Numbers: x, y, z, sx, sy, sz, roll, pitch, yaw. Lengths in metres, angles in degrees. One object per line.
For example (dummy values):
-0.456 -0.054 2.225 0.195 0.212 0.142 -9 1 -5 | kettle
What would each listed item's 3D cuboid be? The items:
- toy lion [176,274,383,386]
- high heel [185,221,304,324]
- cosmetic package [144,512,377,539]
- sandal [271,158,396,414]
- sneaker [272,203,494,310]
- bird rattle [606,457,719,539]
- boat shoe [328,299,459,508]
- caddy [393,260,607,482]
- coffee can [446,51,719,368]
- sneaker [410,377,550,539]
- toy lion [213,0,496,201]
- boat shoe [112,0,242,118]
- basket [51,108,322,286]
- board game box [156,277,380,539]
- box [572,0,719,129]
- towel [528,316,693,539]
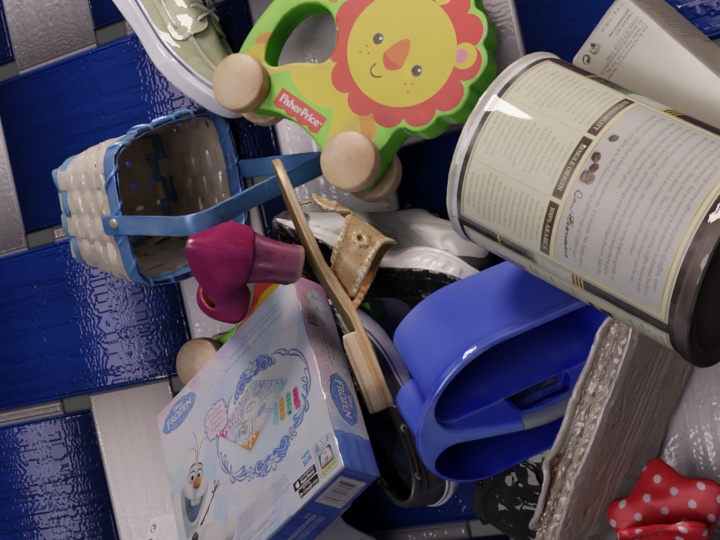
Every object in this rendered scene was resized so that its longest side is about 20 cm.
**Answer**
-0.053 0.089 1.354 0.191 0.069 0.201 -31 80 24 | toy lion
-0.123 -0.003 1.256 0.200 0.095 0.068 150 127 -61 | high heel
-0.094 0.257 1.335 0.199 0.112 0.082 -18 48 46 | cosmetic package
0.000 0.001 1.208 0.069 0.078 0.213 -21 79 -4 | sandal
0.019 -0.019 1.280 0.198 0.080 0.074 13 145 22 | sneaker
0.246 0.249 1.165 0.162 0.113 0.202 17 105 -3 | bird rattle
0.003 0.109 1.257 0.070 0.066 0.201 -44 68 34 | boat shoe
0.118 0.077 1.156 0.105 0.199 0.142 49 152 42 | caddy
0.179 -0.045 1.047 0.199 0.146 0.148 30 111 31 | coffee can
0.110 0.161 1.255 0.199 0.060 0.105 30 111 25 | sneaker
0.005 -0.170 1.253 0.199 0.069 0.193 35 96 24 | toy lion
-0.158 -0.219 1.366 0.200 0.072 0.062 49 121 20 | boat shoe
-0.149 -0.065 1.328 0.199 0.176 0.140 -4 105 42 | basket
-0.081 0.141 1.248 0.200 0.043 0.200 -46 42 28 | board game box
0.254 -0.113 1.116 0.200 0.082 0.069 46 117 20 | box
0.192 0.115 1.155 0.034 0.132 0.202 30 110 32 | towel
